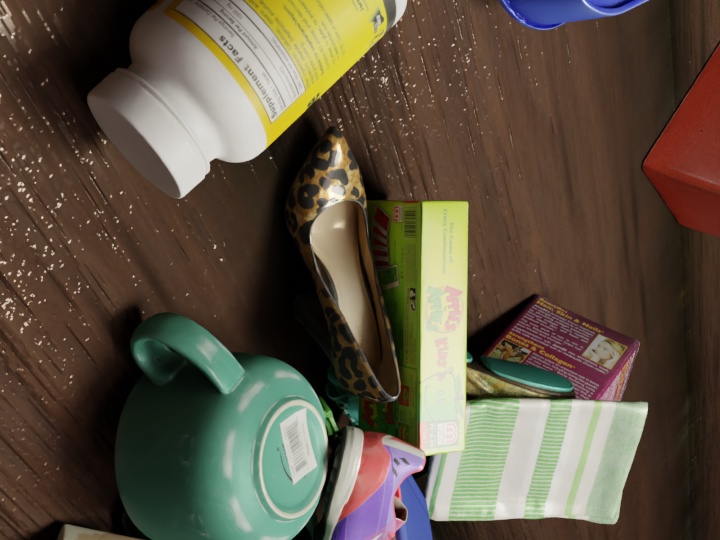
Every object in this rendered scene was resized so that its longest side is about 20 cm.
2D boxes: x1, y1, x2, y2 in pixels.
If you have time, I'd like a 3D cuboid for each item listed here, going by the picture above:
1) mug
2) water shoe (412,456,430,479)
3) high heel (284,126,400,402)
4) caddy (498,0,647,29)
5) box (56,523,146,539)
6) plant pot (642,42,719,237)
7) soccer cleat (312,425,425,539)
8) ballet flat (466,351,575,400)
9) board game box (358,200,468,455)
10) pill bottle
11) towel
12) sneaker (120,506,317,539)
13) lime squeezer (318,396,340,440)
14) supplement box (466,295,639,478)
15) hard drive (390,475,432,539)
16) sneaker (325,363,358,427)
[{"bbox_3d":[-0.102,0.133,0.874,0.185,0.113,0.154,38,58,-50],"label":"mug"},{"bbox_3d":[0.057,0.164,1.161,0.201,0.079,0.072,-55,157,-6],"label":"water shoe"},{"bbox_3d":[0.000,0.000,0.910,0.071,0.143,0.202,-16,130,-28],"label":"high heel"},{"bbox_3d":[0.183,-0.281,0.956,0.199,0.104,0.143,-29,115,-34],"label":"caddy"},{"bbox_3d":[-0.148,0.274,0.906,0.198,0.095,0.078,16,113,-18],"label":"box"},{"bbox_3d":[0.482,-0.132,1.375,0.201,0.176,0.200,-56,146,0],"label":"plant pot"},{"bbox_3d":[-0.001,0.214,0.944,0.068,0.072,0.202,-85,-174,-58],"label":"soccer cleat"},{"bbox_3d":[0.106,0.108,1.116,0.071,0.198,0.071,-162,-90,-83],"label":"ballet flat"},{"bbox_3d":[0.042,0.043,0.965,0.047,0.101,0.203,-1,94,-29],"label":"board game box"},{"bbox_3d":[-0.072,-0.144,0.739,0.200,0.112,0.113,-45,144,-15],"label":"pill bottle"},{"bbox_3d":[0.163,0.185,1.113,0.197,0.023,0.154,3,123,-6],"label":"towel"},{"bbox_3d":[-0.109,0.212,1.008,0.200,0.083,0.122,40,43,-26],"label":"sneaker"},{"bbox_3d":[-0.049,0.148,1.065,0.199,0.038,0.071,13,105,-55],"label":"lime squeezer"},{"bbox_3d":[0.194,0.133,1.236,0.200,0.130,0.104,-38,145,-46],"label":"supplement box"},{"bbox_3d":[0.046,0.267,1.012,0.025,0.201,0.132,-16,139,10],"label":"hard drive"},{"bbox_3d":[-0.001,0.103,1.058,0.079,0.077,0.202,-21,118,-39],"label":"sneaker"}]
